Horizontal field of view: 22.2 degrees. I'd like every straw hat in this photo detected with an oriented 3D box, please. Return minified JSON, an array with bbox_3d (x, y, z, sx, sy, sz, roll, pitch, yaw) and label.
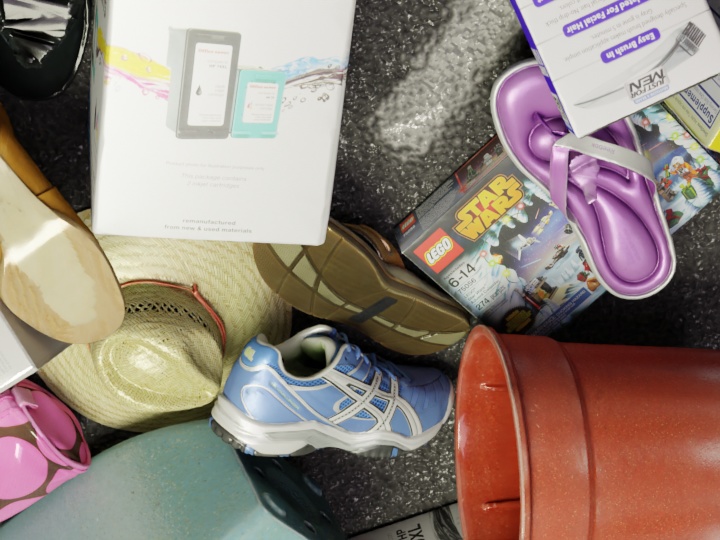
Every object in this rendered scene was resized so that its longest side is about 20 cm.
[{"bbox_3d":[-0.141,0.055,1.263,0.201,0.085,0.201,-5,119,-8],"label":"straw hat"}]

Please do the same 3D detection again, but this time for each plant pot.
[{"bbox_3d":[0.181,0.134,1.269,0.195,0.201,0.201,-2,119,-9],"label":"plant pot"},{"bbox_3d":[-0.115,0.222,1.295,0.200,0.196,0.196,-45,127,8],"label":"plant pot"}]

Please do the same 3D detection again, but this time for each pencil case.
[{"bbox_3d":[-0.293,0.148,1.285,0.200,0.091,0.094,-30,124,5],"label":"pencil case"}]

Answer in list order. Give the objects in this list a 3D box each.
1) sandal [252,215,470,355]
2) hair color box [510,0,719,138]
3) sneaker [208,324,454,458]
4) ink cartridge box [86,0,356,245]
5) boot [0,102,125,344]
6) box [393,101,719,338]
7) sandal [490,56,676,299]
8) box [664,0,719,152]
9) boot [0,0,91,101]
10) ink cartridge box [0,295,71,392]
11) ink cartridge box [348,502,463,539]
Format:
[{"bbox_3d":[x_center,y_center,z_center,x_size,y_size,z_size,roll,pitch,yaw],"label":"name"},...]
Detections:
[{"bbox_3d":[0.000,0.000,1.278,0.080,0.054,0.200,-28,140,33],"label":"sandal"},{"bbox_3d":[0.142,-0.196,1.150,0.109,0.065,0.200,-24,97,4],"label":"hair color box"},{"bbox_3d":[-0.008,0.082,1.284,0.200,0.076,0.077,-2,118,-41],"label":"sneaker"},{"bbox_3d":[-0.089,-0.139,1.128,0.146,0.147,0.200,2,118,-11],"label":"ink cartridge box"},{"bbox_3d":[-0.217,-0.058,1.138,0.071,0.144,0.201,-30,131,7],"label":"boot"},{"bbox_3d":[0.142,-0.046,1.286,0.200,0.040,0.137,-43,117,14],"label":"box"},{"bbox_3d":[0.161,-0.059,1.229,0.082,0.050,0.203,-34,117,8],"label":"sandal"},{"bbox_3d":[0.327,-0.160,1.216,0.176,0.097,0.200,17,115,-24],"label":"box"},{"bbox_3d":[-0.189,-0.166,1.084,0.073,0.162,0.198,6,118,-12],"label":"boot"},{"bbox_3d":[-0.306,0.048,1.183,0.200,0.125,0.129,-30,95,10],"label":"ink cartridge box"},{"bbox_3d":[0.098,0.244,1.380,0.200,0.145,0.084,-19,121,0],"label":"ink cartridge box"}]
